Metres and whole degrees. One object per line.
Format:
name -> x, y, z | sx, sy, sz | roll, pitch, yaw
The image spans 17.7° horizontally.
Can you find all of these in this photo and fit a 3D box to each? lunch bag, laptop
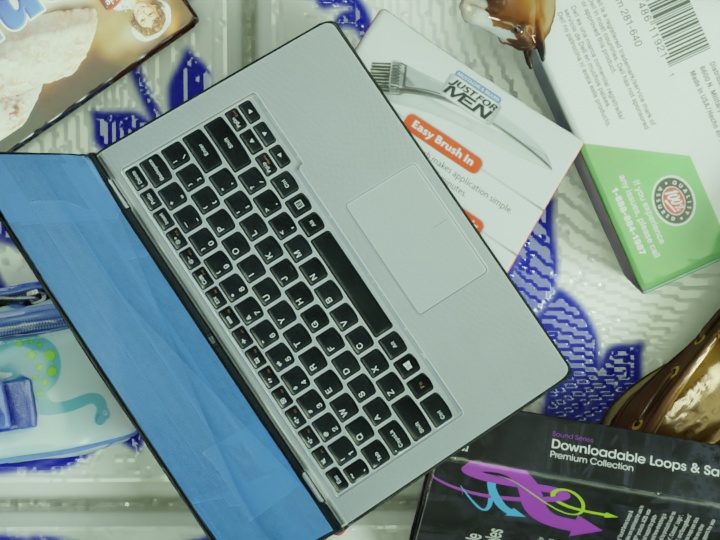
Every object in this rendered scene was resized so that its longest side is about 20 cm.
lunch bag -> -0.195, 0.055, 1.047 | 0.199, 0.161, 0.083 | -11, 93, 3
laptop -> -0.028, 0.001, 0.913 | 0.199, 0.116, 0.188 | -32, 83, -20

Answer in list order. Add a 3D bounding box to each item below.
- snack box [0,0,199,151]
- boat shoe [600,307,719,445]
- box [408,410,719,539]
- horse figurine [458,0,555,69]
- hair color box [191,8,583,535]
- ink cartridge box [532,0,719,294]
snack box -> -0.178, -0.092, 1.106 | 0.199, 0.024, 0.072 | -34, 91, 3
boat shoe -> 0.197, 0.038, 1.086 | 0.200, 0.068, 0.072 | -43, 92, 3
box -> 0.124, 0.119, 1.061 | 0.199, 0.143, 0.036 | 9, 59, -1
horse figurine -> 0.040, -0.199, 1.034 | 0.132, 0.201, 0.050 | 26, 134, -24
hair color box -> 0.000, 0.000, 1.015 | 0.111, 0.064, 0.201 | 33, 70, -1
ink cartridge box -> 0.188, -0.098, 1.069 | 0.199, 0.084, 0.145 | -24, 93, 3
